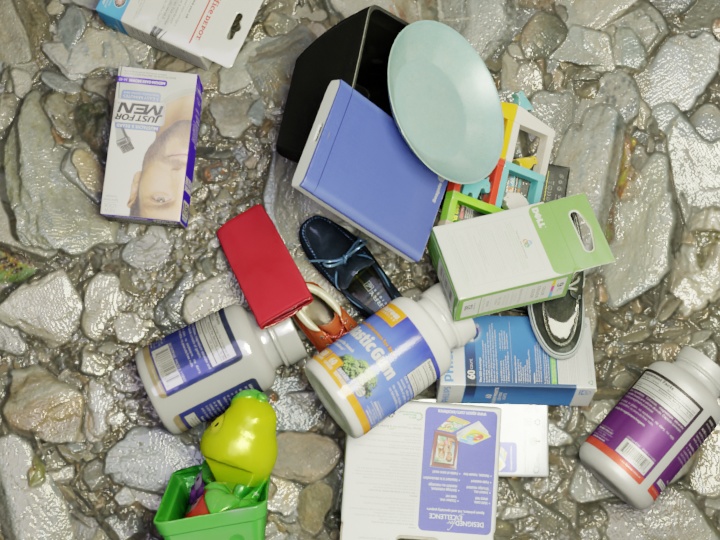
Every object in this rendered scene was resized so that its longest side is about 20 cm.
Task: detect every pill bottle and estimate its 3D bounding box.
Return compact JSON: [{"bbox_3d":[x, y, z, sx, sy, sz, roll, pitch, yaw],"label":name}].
[{"bbox_3d":[0.040,0.103,1.351,0.199,0.112,0.112,-36,84,-13],"label":"pill bottle"},{"bbox_3d":[0.379,0.197,1.410,0.112,0.112,0.200,42,84,5],"label":"pill bottle"},{"bbox_3d":[-0.174,0.113,1.411,0.198,0.120,0.121,-26,84,-4],"label":"pill bottle"}]

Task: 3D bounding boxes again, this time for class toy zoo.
[{"bbox_3d":[0.178,-0.132,1.405,0.130,0.020,0.202,17,81,-25],"label":"toy zoo"}]

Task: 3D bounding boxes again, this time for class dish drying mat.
[{"bbox_3d":[-0.126,-0.007,1.420,0.076,0.018,0.201,-28,46,-3],"label":"dish drying mat"}]

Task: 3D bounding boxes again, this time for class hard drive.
[{"bbox_3d":[0.019,-0.112,1.286,0.199,0.025,0.133,31,73,-38],"label":"hard drive"}]

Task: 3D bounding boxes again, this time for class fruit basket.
[{"bbox_3d":[-0.168,0.252,1.352,0.154,0.216,0.218,-9,83,-2],"label":"fruit basket"}]

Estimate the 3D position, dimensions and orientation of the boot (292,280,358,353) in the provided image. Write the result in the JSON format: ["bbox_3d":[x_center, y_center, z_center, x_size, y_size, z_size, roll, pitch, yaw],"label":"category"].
[{"bbox_3d":[-0.023,0.095,1.423,0.075,0.107,0.200,-43,87,-7],"label":"boot"}]

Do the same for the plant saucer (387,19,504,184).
[{"bbox_3d":[0.093,-0.195,1.318,0.200,0.039,0.203,16,66,-39],"label":"plant saucer"}]

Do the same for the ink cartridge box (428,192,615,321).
[{"bbox_3d":[0.191,-0.017,1.332,0.198,0.060,0.105,-13,60,-9],"label":"ink cartridge box"}]

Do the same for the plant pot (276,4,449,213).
[{"bbox_3d":[0.007,-0.197,1.402,0.198,0.176,0.202,18,82,-40],"label":"plant pot"}]

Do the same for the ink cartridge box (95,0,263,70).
[{"bbox_3d":[-0.238,-0.351,1.495,0.198,0.068,0.117,25,83,3],"label":"ink cartridge box"}]

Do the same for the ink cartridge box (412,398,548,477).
[{"bbox_3d":[0.145,0.217,1.442,0.197,0.039,0.101,2,83,-2],"label":"ink cartridge box"}]

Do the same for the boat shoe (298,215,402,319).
[{"bbox_3d":[0.000,0.000,1.452,0.200,0.069,0.084,41,84,5],"label":"boat shoe"}]

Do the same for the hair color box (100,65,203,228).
[{"bbox_3d":[-0.276,-0.163,1.474,0.108,0.065,0.202,5,84,0],"label":"hair color box"}]

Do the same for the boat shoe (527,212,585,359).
[{"bbox_3d":[0.245,0.009,1.388,0.071,0.071,0.202,-4,81,1],"label":"boat shoe"}]

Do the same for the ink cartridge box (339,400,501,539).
[{"bbox_3d":[0.074,0.266,1.395,0.195,0.047,0.202,5,84,-2],"label":"ink cartridge box"}]

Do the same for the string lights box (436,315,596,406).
[{"bbox_3d":[0.197,0.115,1.429,0.197,0.059,0.104,2,60,0],"label":"string lights box"}]

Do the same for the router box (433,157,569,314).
[{"bbox_3d":[0.185,-0.050,1.463,0.148,0.062,0.202,11,83,-1],"label":"router box"}]
